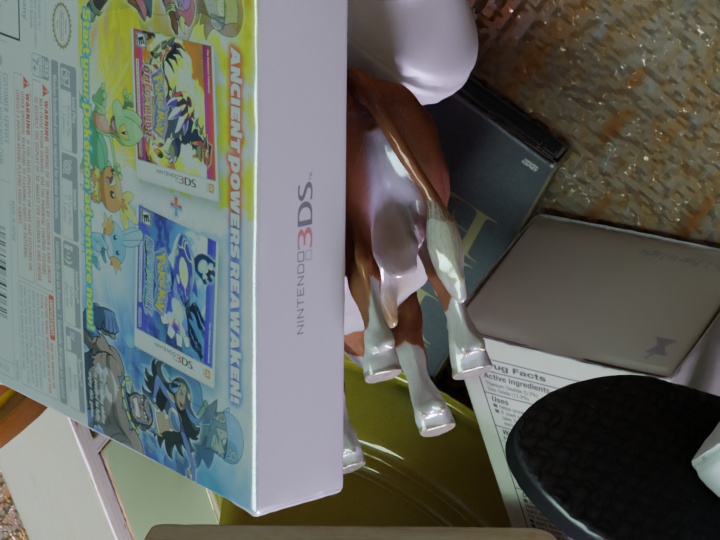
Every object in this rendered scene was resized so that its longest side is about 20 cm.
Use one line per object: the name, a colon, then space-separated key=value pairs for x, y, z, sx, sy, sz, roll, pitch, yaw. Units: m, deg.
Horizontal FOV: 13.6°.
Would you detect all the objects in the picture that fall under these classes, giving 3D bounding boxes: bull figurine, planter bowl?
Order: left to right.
bull figurine: x=0.000 y=0.000 z=1.108 sx=0.200 sy=0.065 sz=0.122 roll=98 pitch=155 yaw=-71
planter bowl: x=0.001 y=0.131 z=1.309 sx=0.199 sy=0.084 sz=0.201 roll=23 pitch=147 yaw=16

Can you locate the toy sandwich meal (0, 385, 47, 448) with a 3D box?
toy sandwich meal: x=-0.199 y=0.004 z=1.288 sx=0.204 sy=0.205 sz=0.070 roll=13 pitch=142 yaw=34

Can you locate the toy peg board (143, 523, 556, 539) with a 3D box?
toy peg board: x=0.016 y=0.205 z=1.228 sx=0.199 sy=0.098 sz=0.200 roll=-2 pitch=134 yaw=35

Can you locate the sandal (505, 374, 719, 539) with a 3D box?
sandal: x=0.132 y=0.080 z=1.063 sx=0.045 sy=0.199 sz=0.075 roll=-44 pitch=53 yaw=44

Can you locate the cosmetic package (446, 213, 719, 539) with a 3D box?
cosmetic package: x=0.114 y=0.083 z=1.174 sx=0.103 sy=0.073 sz=0.201 roll=14 pitch=137 yaw=34

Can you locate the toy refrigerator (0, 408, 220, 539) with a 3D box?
toy refrigerator: x=-0.119 y=0.072 z=1.383 sx=0.070 sy=0.076 sz=0.201 roll=14 pitch=137 yaw=34

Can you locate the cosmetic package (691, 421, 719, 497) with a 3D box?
cosmetic package: x=0.226 y=0.089 z=1.035 sx=0.200 sy=0.113 sz=0.081 roll=46 pitch=139 yaw=-3

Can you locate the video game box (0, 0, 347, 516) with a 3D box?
video game box: x=-0.074 y=-0.037 z=1.065 sx=0.182 sy=0.047 sz=0.201 roll=23 pitch=118 yaw=50

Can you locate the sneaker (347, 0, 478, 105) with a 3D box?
sneaker: x=0.005 y=-0.145 z=1.039 sx=0.088 sy=0.075 sz=0.201 roll=-14 pitch=122 yaw=28

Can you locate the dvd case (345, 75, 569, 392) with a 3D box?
dvd case: x=-0.010 y=-0.033 z=1.214 sx=0.148 sy=0.016 sz=0.200 roll=36 pitch=146 yaw=6
